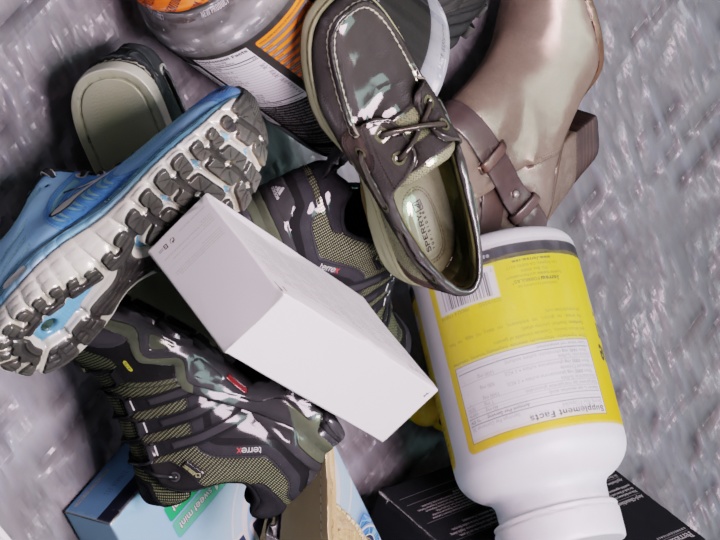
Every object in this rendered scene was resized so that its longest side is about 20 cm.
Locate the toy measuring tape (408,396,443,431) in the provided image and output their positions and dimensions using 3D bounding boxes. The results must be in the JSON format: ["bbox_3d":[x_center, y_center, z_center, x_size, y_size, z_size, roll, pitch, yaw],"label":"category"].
[{"bbox_3d":[0.106,0.083,1.877,0.200,0.073,0.074,-8,103,-49],"label":"toy measuring tape"}]

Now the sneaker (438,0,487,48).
[{"bbox_3d":[0.081,-0.204,1.763,0.200,0.071,0.099,-29,156,-40],"label":"sneaker"}]

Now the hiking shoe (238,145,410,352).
[{"bbox_3d":[0.000,0.000,1.680,0.100,0.076,0.200,-30,145,10],"label":"hiking shoe"}]

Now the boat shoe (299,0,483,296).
[{"bbox_3d":[0.027,-0.071,1.574,0.072,0.066,0.201,-36,126,-23],"label":"boat shoe"}]

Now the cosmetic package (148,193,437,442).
[{"bbox_3d":[-0.035,0.030,1.539,0.051,0.083,0.200,-45,149,6],"label":"cosmetic package"}]

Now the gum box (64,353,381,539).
[{"bbox_3d":[-0.076,0.163,1.693,0.170,0.044,0.200,-49,130,-31],"label":"gum box"}]

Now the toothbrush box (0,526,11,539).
[{"bbox_3d":[-0.241,0.244,1.480,0.200,0.086,0.146,-55,134,-26],"label":"toothbrush box"}]

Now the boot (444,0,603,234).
[{"bbox_3d":[0.091,-0.111,1.817,0.146,0.070,0.201,-32,117,-36],"label":"boot"}]

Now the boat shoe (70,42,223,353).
[{"bbox_3d":[-0.114,-0.040,1.593,0.066,0.074,0.200,-73,147,-58],"label":"boat shoe"}]

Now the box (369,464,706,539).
[{"bbox_3d":[0.112,0.191,1.839,0.200,0.141,0.079,-14,131,-47],"label":"box"}]

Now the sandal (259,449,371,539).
[{"bbox_3d":[-0.020,0.156,1.663,0.069,0.077,0.213,-7,97,-42],"label":"sandal"}]

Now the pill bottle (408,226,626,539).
[{"bbox_3d":[0.104,0.081,1.757,0.112,0.112,0.201,5,67,-50],"label":"pill bottle"}]

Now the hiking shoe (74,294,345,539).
[{"bbox_3d":[-0.112,0.081,1.567,0.200,0.076,0.101,28,92,-11],"label":"hiking shoe"}]

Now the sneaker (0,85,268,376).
[{"bbox_3d":[-0.140,-0.038,1.504,0.200,0.090,0.078,-39,146,-4],"label":"sneaker"}]

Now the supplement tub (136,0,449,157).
[{"bbox_3d":[-0.047,-0.156,1.607,0.200,0.122,0.123,35,70,-47],"label":"supplement tub"}]
